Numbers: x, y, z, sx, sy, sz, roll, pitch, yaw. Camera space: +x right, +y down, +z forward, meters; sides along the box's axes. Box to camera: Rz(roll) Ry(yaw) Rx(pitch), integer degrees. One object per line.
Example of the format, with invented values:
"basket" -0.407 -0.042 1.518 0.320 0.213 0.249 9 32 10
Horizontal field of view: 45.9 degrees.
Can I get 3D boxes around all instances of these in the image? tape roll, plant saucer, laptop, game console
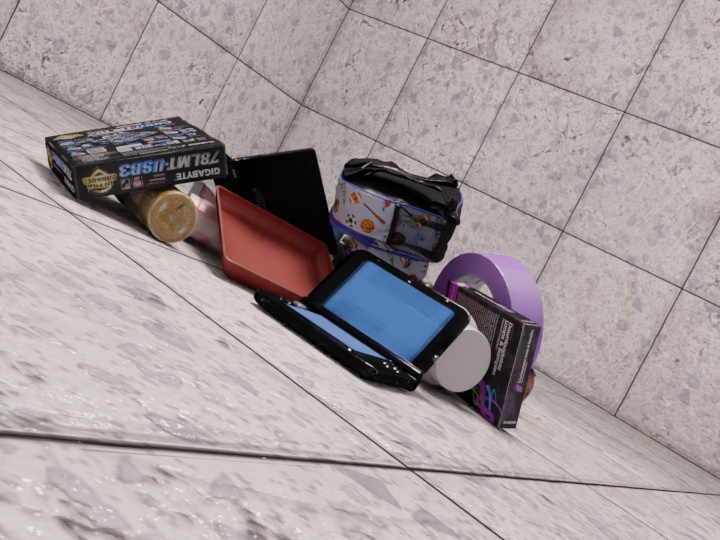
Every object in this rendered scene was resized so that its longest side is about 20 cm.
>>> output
"tape roll" 0.182 0.077 1.275 0.064 0.205 0.199 5 15 -32
"plant saucer" -0.119 -0.016 1.178 0.197 0.037 0.201 28 22 -27
"laptop" -0.143 -0.123 1.311 0.195 0.190 0.117 -7 39 8
"game console" 0.003 0.043 1.019 0.198 0.118 0.175 30 3 31

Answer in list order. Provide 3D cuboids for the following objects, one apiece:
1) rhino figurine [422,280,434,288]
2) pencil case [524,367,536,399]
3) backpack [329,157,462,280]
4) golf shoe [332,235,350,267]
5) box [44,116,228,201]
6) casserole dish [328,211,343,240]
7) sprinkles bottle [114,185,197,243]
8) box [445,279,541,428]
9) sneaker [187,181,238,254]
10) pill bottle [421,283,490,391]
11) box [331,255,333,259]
"rhino figurine" 0.068 0.041 1.530 0.197 0.061 0.087 -7 -31 39
"pencil case" 0.212 0.156 1.446 0.082 0.087 0.200 34 0 -28
"backpack" 0.048 -0.085 1.262 0.187 0.157 0.200 24 17 1
"golf shoe" 0.000 0.000 1.470 0.077 0.094 0.201 39 -25 19
"box" -0.300 -0.153 1.125 0.196 0.051 0.198 -14 24 -27
"casserole dish" -0.114 -0.081 1.415 0.196 0.040 0.121 15 -11 13
"sprinkles bottle" -0.282 -0.097 1.148 0.068 0.069 0.199 26 4 -36
"box" 0.167 0.112 1.185 0.035 0.146 0.200 6 13 -25
"sneaker" -0.228 -0.076 1.299 0.103 0.076 0.200 30 6 -15
"pill bottle" 0.094 0.089 1.175 0.111 0.114 0.200 27 4 -28
"box" -0.108 -0.029 1.578 0.198 0.046 0.159 31 -12 32
